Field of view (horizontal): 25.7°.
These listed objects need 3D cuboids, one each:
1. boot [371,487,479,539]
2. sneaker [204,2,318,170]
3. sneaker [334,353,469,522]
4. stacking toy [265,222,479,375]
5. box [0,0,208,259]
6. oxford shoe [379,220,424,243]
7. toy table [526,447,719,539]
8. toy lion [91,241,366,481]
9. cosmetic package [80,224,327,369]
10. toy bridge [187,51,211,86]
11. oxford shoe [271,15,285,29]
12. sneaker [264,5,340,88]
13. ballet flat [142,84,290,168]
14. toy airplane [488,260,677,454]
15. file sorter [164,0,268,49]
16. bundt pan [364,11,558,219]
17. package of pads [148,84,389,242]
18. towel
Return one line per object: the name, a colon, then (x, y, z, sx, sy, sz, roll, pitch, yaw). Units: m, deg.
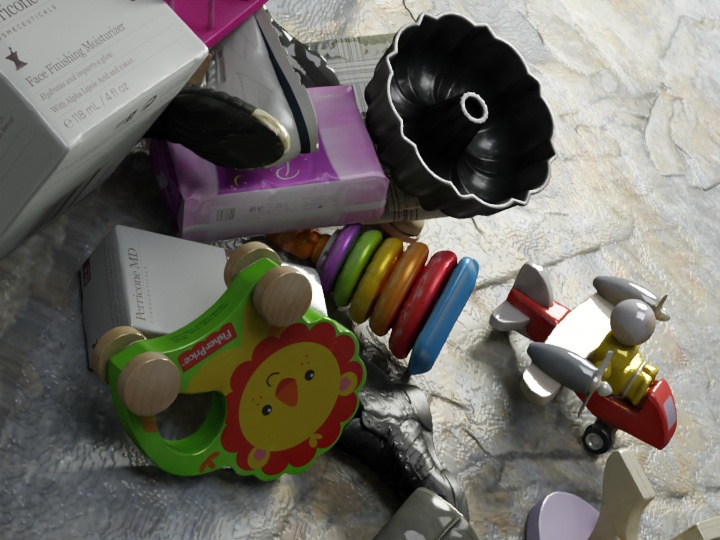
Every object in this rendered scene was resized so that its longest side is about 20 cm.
boot: (-0.001, 0.234, 1.230, 0.200, 0.072, 0.183, -42, 103, -34)
sneaker: (-0.104, -0.172, 1.366, 0.080, 0.077, 0.201, -22, 55, -8)
sneaker: (0.019, 0.152, 1.355, 0.103, 0.060, 0.201, 12, 45, -37)
stacking toy: (0.000, 0.000, 1.441, 0.199, 0.116, 0.110, 28, 78, 6)
box: (-0.256, -0.123, 1.220, 0.131, 0.200, 0.199, 46, 39, -2)
oxford shoe: (0.034, -0.122, 1.581, 0.070, 0.074, 0.202, 11, 52, -39)
toy table: (0.244, 0.270, 1.413, 0.183, 0.117, 0.201, -20, 71, -49)
toy lion: (-0.090, 0.093, 1.244, 0.199, 0.193, 0.069, -33, 37, -20)
cosmetic package: (-0.126, 0.038, 1.305, 0.199, 0.074, 0.103, 13, 50, -36)
toy bridge: (-0.172, -0.195, 1.426, 0.027, 0.068, 0.200, 16, 17, -22)
oxford shoe: (-0.121, -0.245, 1.563, 0.200, 0.058, 0.075, 38, 7, -32)
sneaker: (-0.109, -0.211, 1.471, 0.200, 0.075, 0.079, 43, 80, -6)
ballet flat: (-0.137, -0.131, 1.307, 0.198, 0.067, 0.057, 17, 37, 30)
toy airplane: (0.227, 0.065, 1.548, 0.198, 0.141, 0.202, 19, 47, -30)
file sorter: (-0.136, -0.294, 1.314, 0.139, 0.126, 0.200, 39, 63, 15)
bundt pan: (0.085, -0.135, 1.476, 0.200, 0.076, 0.204, 16, 59, -29)
package of pads: (-0.082, -0.094, 1.402, 0.198, 0.076, 0.121, -8, 56, -20)
towel: (0.013, -0.138, 1.539, 0.198, 0.035, 0.195, -8, 71, -16)
